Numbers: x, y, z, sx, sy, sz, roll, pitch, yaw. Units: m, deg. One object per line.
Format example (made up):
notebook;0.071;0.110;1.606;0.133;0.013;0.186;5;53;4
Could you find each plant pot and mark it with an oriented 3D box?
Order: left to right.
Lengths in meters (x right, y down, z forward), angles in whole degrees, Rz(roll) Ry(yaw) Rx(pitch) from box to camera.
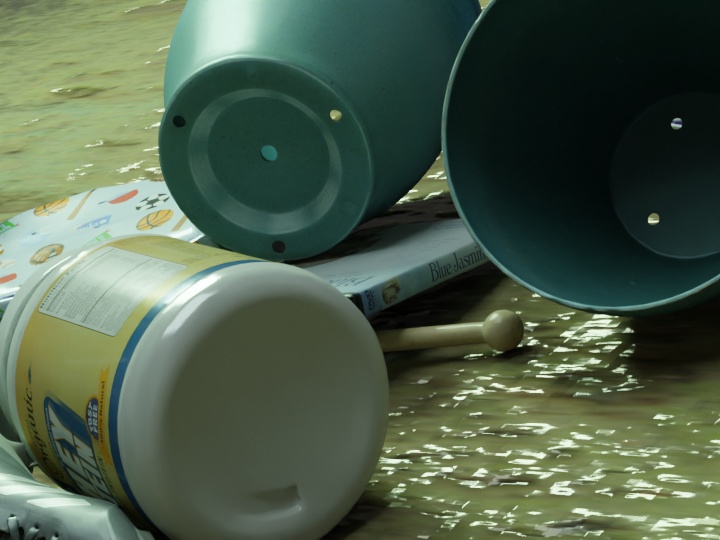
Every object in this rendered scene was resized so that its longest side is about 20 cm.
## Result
plant pot;-0.035;-0.105;1.486;0.199;0.201;0.188;-13;25;21
plant pot;0.159;-0.064;1.277;0.199;0.202;0.135;-13;-17;21

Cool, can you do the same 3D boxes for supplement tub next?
supplement tub;-0.092;0.059;1.219;0.144;0.146;0.200;-30;21;-25

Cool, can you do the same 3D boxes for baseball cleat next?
baseball cleat;-0.176;0.133;1.159;0.106;0.070;0.199;-9;21;-37

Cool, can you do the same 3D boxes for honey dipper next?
honey dipper;0.000;0.039;1.344;0.199;0.038;0.038;-8;23;29

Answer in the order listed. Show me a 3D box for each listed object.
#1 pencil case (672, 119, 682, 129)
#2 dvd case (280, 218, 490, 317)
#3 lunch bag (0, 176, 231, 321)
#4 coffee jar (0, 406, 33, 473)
pencil case;0.159;-0.096;1.485;0.199;0.084;0.086;-6;43;39
dvd case;0.000;0.000;1.409;0.142;0.018;0.199;-4;12;38
lunch bag;-0.168;0.006;1.549;0.199;0.076;0.160;-18;22;6
coffee jar;-0.256;0.133;1.276;0.104;0.086;0.200;-8;24;26
